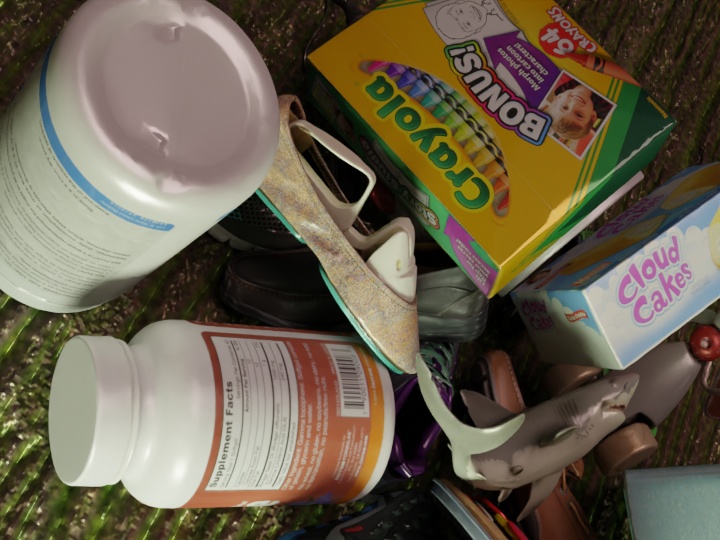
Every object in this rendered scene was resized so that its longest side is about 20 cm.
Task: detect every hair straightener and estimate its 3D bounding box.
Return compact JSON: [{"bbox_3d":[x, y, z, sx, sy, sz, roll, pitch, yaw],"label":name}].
[{"bbox_3d":[-0.023,-0.124,0.833,0.041,0.076,0.204,24,52,-54],"label":"hair straightener"}]

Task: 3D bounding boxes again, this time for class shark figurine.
[{"bbox_3d":[0.091,0.107,0.754,0.212,0.129,0.090,2,39,-49],"label":"shark figurine"}]

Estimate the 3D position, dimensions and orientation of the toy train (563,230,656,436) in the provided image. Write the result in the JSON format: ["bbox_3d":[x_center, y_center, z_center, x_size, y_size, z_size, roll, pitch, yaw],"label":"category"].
[{"bbox_3d":[0.215,0.060,0.966,0.055,0.042,0.204,3,71,-25],"label":"toy train"}]

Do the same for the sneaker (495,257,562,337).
[{"bbox_3d":[0.204,0.016,0.920,0.197,0.074,0.081,-21,82,-16],"label":"sneaker"}]

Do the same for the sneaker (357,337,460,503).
[{"bbox_3d":[0.051,0.076,0.807,0.074,0.087,0.202,36,56,-20],"label":"sneaker"}]

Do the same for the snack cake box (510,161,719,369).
[{"bbox_3d":[0.225,-0.008,0.837,0.198,0.115,0.068,-33,100,-18],"label":"snack cake box"}]

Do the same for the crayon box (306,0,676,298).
[{"bbox_3d":[0.087,-0.113,0.771,0.172,0.058,0.200,-37,74,-19],"label":"crayon box"}]

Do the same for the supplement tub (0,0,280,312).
[{"bbox_3d":[-0.145,-0.063,0.643,0.130,0.199,0.134,14,65,-32],"label":"supplement tub"}]

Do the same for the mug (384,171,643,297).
[{"bbox_3d":[0.096,-0.081,0.864,0.199,0.148,0.176,-35,83,-34],"label":"mug"}]

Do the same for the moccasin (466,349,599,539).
[{"bbox_3d":[0.140,0.155,0.842,0.077,0.074,0.204,-23,87,-14],"label":"moccasin"}]

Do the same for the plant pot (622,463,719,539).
[{"bbox_3d":[0.309,0.237,0.815,0.196,0.196,0.200,43,38,-71],"label":"plant pot"}]

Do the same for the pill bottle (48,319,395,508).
[{"bbox_3d":[-0.085,0.090,0.688,0.197,0.112,0.114,7,69,-34],"label":"pill bottle"}]

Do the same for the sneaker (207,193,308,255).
[{"bbox_3d":[-0.095,-0.082,0.757,0.198,0.091,0.079,33,57,-22],"label":"sneaker"}]

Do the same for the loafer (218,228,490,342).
[{"bbox_3d":[0.000,0.000,0.777,0.196,0.073,0.073,2,37,-15],"label":"loafer"}]

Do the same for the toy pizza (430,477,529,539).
[{"bbox_3d":[0.119,0.214,0.747,0.032,0.200,0.201,-38,99,-7],"label":"toy pizza"}]

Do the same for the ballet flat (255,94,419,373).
[{"bbox_3d":[-0.007,-0.026,0.703,0.201,0.067,0.068,52,15,-7],"label":"ballet flat"}]

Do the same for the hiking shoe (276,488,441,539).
[{"bbox_3d":[-0.012,0.186,0.730,0.199,0.085,0.076,2,84,-60],"label":"hiking shoe"}]

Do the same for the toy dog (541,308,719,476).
[{"bbox_3d":[0.245,0.085,0.872,0.096,0.196,0.134,34,45,-68],"label":"toy dog"}]
